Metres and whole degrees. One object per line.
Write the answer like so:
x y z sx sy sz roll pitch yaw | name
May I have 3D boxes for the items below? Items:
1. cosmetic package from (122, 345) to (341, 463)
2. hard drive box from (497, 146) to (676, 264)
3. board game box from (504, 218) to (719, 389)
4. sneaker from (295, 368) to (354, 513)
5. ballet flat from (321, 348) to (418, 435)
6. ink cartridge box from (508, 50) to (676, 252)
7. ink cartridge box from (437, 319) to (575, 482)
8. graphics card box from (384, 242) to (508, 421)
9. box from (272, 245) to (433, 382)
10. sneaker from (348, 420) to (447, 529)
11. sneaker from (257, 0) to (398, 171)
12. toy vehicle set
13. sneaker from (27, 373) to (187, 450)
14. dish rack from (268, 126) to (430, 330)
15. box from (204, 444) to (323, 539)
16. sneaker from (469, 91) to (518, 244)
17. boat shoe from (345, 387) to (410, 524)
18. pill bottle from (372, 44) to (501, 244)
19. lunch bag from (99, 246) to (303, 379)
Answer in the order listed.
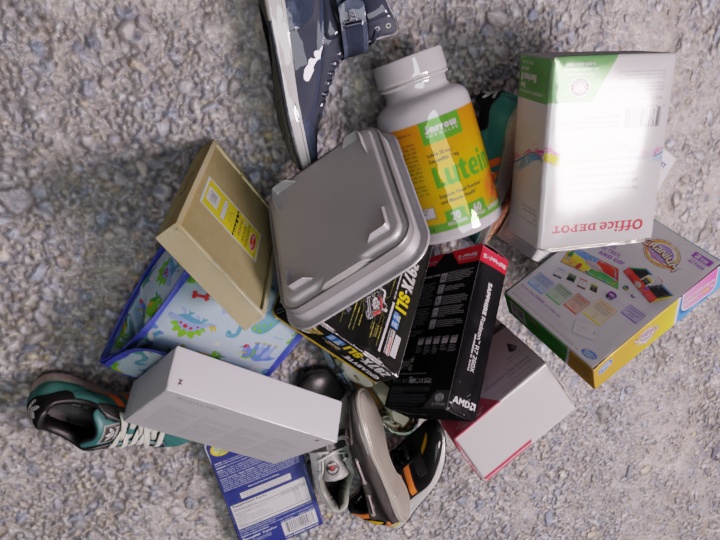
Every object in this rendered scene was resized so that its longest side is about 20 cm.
-0.142 0.155 0.776 0.197 0.150 0.053 24 59 -26 | cosmetic package
0.293 -0.095 0.907 0.154 0.077 0.203 20 104 -37 | hard drive box
0.292 0.021 0.822 0.198 0.153 0.041 -35 136 -8 | board game box
-0.038 0.229 0.933 0.073 0.089 0.204 -14 113 -11 | sneaker
0.020 0.145 0.927 0.074 0.074 0.201 -38 119 -1 | ballet flat
0.248 -0.133 0.773 0.142 0.088 0.204 -6 109 -12 | ink cartridge box
0.154 0.145 0.901 0.145 0.200 0.085 -38 113 -1 | ink cartridge box
0.103 0.077 0.851 0.050 0.125 0.204 27 67 -27 | graphics card box
0.000 0.000 0.810 0.159 0.049 0.203 36 56 -29 | box
0.048 0.284 0.979 0.088 0.071 0.202 14 121 -19 | sneaker
-0.026 -0.217 0.763 0.143 0.077 0.206 -13 117 -14 | sneaker
-0.136 -0.044 0.723 0.026 0.201 0.125 -31 116 17 | toy vehicle set
-0.284 0.179 0.818 0.197 0.080 0.073 17 102 -26 | sneaker
-0.026 -0.055 0.713 0.170 0.202 0.044 -31 135 16 | dish rack
-0.129 0.283 0.952 0.119 0.032 0.204 -18 117 -12 | box
0.158 -0.126 0.874 0.071 0.079 0.203 -35 145 -46 | sneaker
0.009 0.247 0.912 0.056 0.067 0.203 -12 111 20 | boat shoe
0.082 -0.142 0.799 0.109 0.111 0.204 -22 103 -9 | pill bottle
-0.176 0.066 0.804 0.168 0.128 0.200 29 115 -32 | lunch bag
